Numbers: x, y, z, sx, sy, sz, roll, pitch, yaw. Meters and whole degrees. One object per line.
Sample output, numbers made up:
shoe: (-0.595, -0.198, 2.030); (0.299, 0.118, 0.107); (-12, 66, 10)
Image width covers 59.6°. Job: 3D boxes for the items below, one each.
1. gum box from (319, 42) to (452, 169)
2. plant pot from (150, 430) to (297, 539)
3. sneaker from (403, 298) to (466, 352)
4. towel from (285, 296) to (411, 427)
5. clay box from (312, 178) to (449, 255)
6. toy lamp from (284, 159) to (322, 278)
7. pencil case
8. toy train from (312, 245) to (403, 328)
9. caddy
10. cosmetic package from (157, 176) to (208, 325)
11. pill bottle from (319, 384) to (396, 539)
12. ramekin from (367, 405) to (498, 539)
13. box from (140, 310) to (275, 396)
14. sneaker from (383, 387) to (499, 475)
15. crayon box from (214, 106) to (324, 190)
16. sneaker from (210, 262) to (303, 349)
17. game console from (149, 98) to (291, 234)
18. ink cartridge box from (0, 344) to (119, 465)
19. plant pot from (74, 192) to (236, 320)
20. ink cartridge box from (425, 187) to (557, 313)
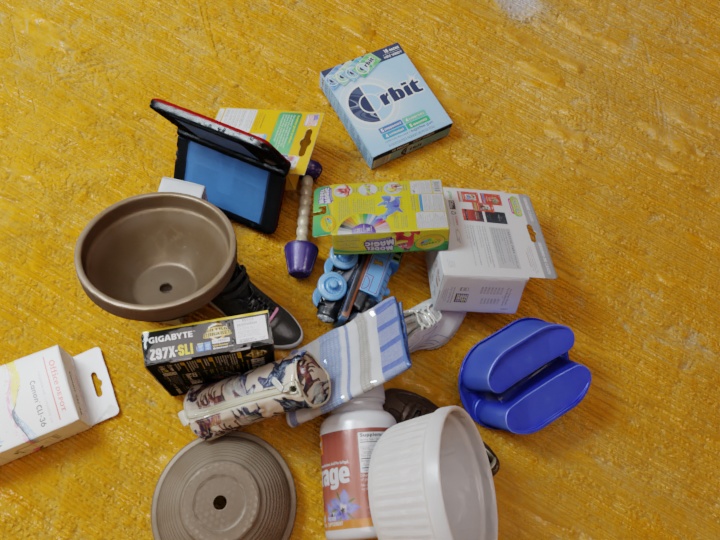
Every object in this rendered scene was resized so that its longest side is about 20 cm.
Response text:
gum box: (0.044, -0.303, 1.145); (0.169, 0.045, 0.201); (-26, 73, -16)
plant pot: (-0.183, 0.311, 0.837); (0.198, 0.093, 0.203); (2, 66, -5)
sneaker: (0.086, 0.090, 0.963); (0.199, 0.087, 0.075); (-29, 71, -18)
towel: (-0.023, 0.126, 0.883); (0.199, 0.024, 0.148); (-29, 32, 16)
clay box: (0.029, -0.081, 0.946); (0.198, 0.048, 0.116); (-3, 47, 2)
toy lamp: (-0.093, -0.085, 1.031); (0.057, 0.058, 0.202); (3, 68, -5)
pencil case: (-0.143, 0.169, 0.840); (0.198, 0.089, 0.079); (-20, 73, 20)
toy train: (0.000, 0.000, 0.994); (0.113, 0.087, 0.202); (21, 66, -4)
caddy: (0.243, 0.156, 0.946); (0.199, 0.105, 0.143); (-27, 95, -17)
cosmetic package: (-0.288, -0.028, 0.962); (0.073, 0.102, 0.202); (12, 68, -2)
pill bottle: (0.000, 0.261, 0.867); (0.111, 0.112, 0.202); (-2, 67, -8)
ramekin: (0.091, 0.280, 0.788); (0.104, 0.200, 0.202); (-17, 65, 25)
box: (-0.197, 0.118, 0.857); (0.158, 0.200, 0.050); (-11, 70, -10)
sneaker: (0.116, 0.230, 0.913); (0.199, 0.076, 0.071); (32, 67, 6)
crayon box: (-0.160, -0.203, 1.045); (0.198, 0.052, 0.127); (7, 65, 18)
sneaker: (-0.171, 0.045, 0.945); (0.199, 0.099, 0.071); (35, 66, 7)
game console: (-0.220, -0.153, 0.955); (0.198, 0.172, 0.120); (22, 89, 11)
ink cartridge box: (-0.453, 0.183, 0.871); (0.198, 0.068, 0.117); (-22, 71, -15)
plant pot: (-0.261, -0.003, 0.829); (0.198, 0.093, 0.202); (3, 50, -4)
ink cartridge box: (0.195, -0.034, 0.995); (0.173, 0.084, 0.201); (3, 46, -5)
